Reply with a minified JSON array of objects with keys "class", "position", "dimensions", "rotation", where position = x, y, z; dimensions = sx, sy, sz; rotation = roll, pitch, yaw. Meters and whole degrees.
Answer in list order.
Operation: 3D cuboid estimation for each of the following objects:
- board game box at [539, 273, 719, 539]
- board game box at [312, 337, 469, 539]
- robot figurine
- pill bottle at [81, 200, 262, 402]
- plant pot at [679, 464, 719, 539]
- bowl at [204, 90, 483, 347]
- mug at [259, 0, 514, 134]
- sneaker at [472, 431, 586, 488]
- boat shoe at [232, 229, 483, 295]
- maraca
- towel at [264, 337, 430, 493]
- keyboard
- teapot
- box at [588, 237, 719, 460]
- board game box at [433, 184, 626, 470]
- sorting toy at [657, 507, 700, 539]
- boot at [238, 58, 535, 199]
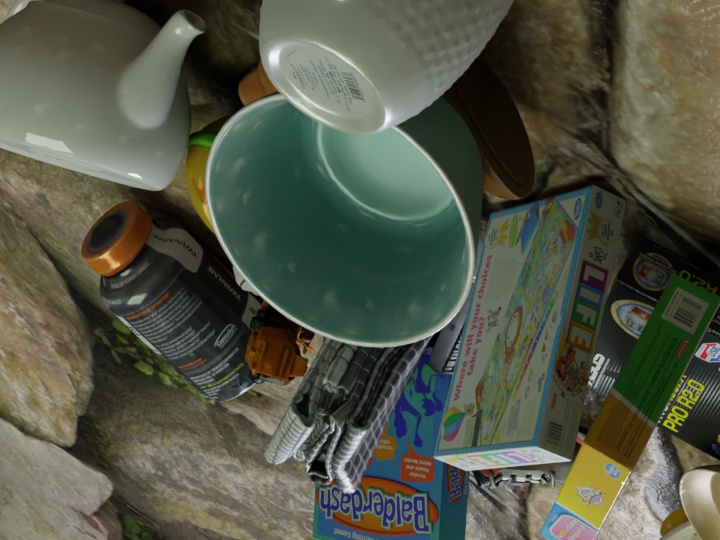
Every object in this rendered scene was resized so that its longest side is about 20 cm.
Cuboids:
[{"class":"board game box","position":[0.197,0.112,1.617],"dimensions":[0.040,0.154,0.200],"rotation":[28,155,8]},{"class":"board game box","position":[0.030,0.157,1.974],"dimensions":[0.151,0.202,0.045],"rotation":[8,-171,40]},{"class":"robot figurine","position":[-0.060,0.035,1.856],"dimensions":[0.058,0.146,0.200],"rotation":[16,-176,-1]},{"class":"pill bottle","position":[-0.171,0.024,2.039],"dimensions":[0.106,0.107,0.200],"rotation":[-2,140,50]},{"class":"plant pot","position":[0.340,0.226,1.757],"dimensions":[0.200,0.027,0.200],"rotation":[42,162,17]},{"class":"bowl","position":[0.005,-0.059,1.487],"dimensions":[0.199,0.105,0.202],"rotation":[16,132,19]},{"class":"mug","position":[0.015,-0.193,1.331],"dimensions":[0.147,0.176,0.201],"rotation":[21,154,20]},{"class":"sneaker","position":[0.142,0.173,1.989],"dimensions":[0.199,0.082,0.077],"rotation":[25,155,14]},{"class":"boat shoe","position":[0.000,0.000,1.707],"dimensions":[0.198,0.066,0.074],"rotation":[-12,167,7]},{"class":"maraca","position":[-0.075,-0.071,1.729],"dimensions":[0.136,0.108,0.200],"rotation":[30,170,-11]},{"class":"towel","position":[0.007,0.077,1.821],"dimensions":[0.085,0.201,0.166],"rotation":[29,157,1]},{"class":"keyboard","position":[0.119,0.060,1.808],"dimensions":[0.103,0.040,0.200],"rotation":[4,157,-6]},{"class":"teapot","position":[-0.216,-0.155,1.715],"dimensions":[0.198,0.147,0.197],"rotation":[15,177,5]},{"class":"box","position":[0.257,0.069,1.705],"dimensions":[0.159,0.044,0.200],"rotation":[28,155,7]},{"class":"board game box","position":[0.125,0.045,1.623],"dimensions":[0.034,0.202,0.134],"rotation":[23,162,-27]},{"class":"sorting toy","position":[0.361,0.291,1.954],"dimensions":[0.199,0.108,0.180],"rotation":[-6,151,37]},{"class":"boot","position":[0.019,-0.105,1.563],"dimensions":[0.154,0.074,0.200],"rotation":[-33,101,38]}]
